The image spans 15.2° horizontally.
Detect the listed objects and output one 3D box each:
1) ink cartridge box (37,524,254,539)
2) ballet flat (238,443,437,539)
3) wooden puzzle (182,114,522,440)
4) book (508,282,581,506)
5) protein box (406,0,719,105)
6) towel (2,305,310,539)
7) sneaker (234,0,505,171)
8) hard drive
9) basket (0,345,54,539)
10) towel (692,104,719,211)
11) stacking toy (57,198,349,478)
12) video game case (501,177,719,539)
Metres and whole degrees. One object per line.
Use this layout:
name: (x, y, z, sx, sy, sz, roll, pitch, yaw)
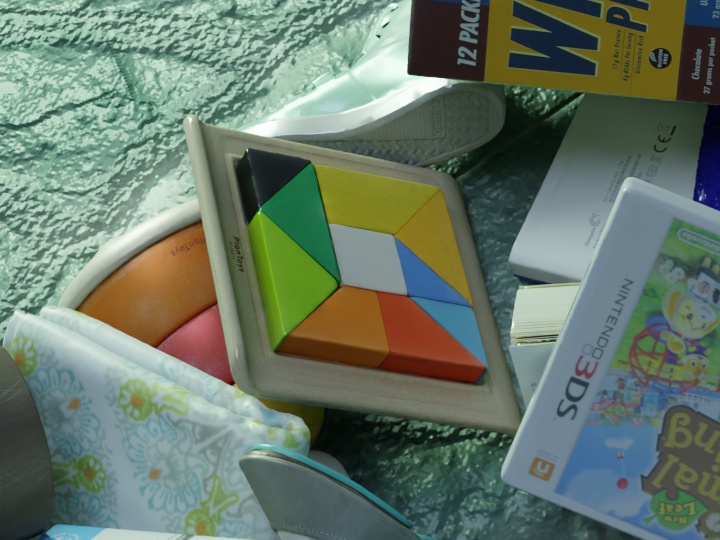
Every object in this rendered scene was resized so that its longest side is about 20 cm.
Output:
ink cartridge box: (-0.106, 0.190, 1.376, 0.199, 0.068, 0.116, 0, 28, 37)
ballet flat: (0.010, 0.155, 1.401, 0.067, 0.200, 0.064, -1, 64, 51)
wooden puzzle: (0.000, 0.000, 1.508, 0.037, 0.199, 0.186, -47, 42, 38)
book: (0.190, 0.065, 1.431, 0.199, 0.134, 0.048, -5, 40, 16)
protein box: (0.139, -0.194, 1.533, 0.199, 0.135, 0.199, 6, 23, 6)
towel: (-0.122, 0.128, 1.478, 0.199, 0.172, 0.048, 24, 29, 29)
sneaker: (-0.003, -0.101, 1.645, 0.200, 0.074, 0.118, -18, 37, 18)
hard drive: (0.201, -0.032, 1.554, 0.199, 0.025, 0.132, 15, 64, 25)
basket: (-0.274, 0.113, 1.421, 0.199, 0.137, 0.180, -16, 19, -28)
towel: (0.251, -0.031, 1.490, 0.147, 0.050, 0.201, 2, 60, 18)
stacking toy: (-0.071, 0.070, 1.534, 0.146, 0.146, 0.200, -31, 71, -3)
video game case: (0.194, 0.068, 1.374, 0.199, 0.183, 0.022, 22, 27, 2)
